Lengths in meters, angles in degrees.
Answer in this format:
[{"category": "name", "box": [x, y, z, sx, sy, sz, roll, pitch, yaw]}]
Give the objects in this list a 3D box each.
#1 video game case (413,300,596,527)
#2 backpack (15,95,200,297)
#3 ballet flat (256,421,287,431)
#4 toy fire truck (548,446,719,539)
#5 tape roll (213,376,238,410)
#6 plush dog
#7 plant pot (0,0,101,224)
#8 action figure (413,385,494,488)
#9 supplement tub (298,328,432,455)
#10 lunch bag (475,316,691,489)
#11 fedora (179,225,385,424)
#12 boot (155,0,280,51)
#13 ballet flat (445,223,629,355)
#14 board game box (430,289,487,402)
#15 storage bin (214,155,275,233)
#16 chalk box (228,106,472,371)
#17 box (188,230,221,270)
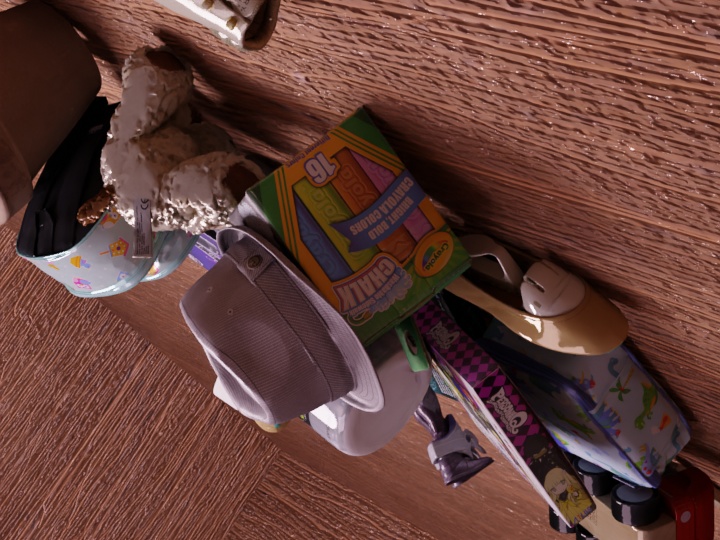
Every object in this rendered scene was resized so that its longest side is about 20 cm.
[{"category": "video game case", "box": [0.119, 0.121, 1.361, 0.182, 0.036, 0.200, 55, 176, -27]}, {"category": "backpack", "box": [-0.252, -0.066, 1.540, 0.175, 0.201, 0.153, -3, 139, 43]}, {"category": "ballet flat", "box": [-0.104, 0.100, 1.571, 0.200, 0.068, 0.064, -103, 4, -62]}, {"category": "toy fire truck", "box": [0.306, 0.229, 1.511, 0.176, 0.198, 0.130, 34, 136, 57]}, {"category": "tape roll", "box": [-0.103, 0.070, 1.760, 0.037, 0.204, 0.203, 32, 168, 5]}, {"category": "plush dog", "box": [-0.163, -0.087, 1.400, 0.201, 0.160, 0.171, 54, -162, 17]}, {"category": "plant pot", "box": [-0.356, -0.175, 1.496, 0.200, 0.174, 0.201, 40, 158, 20]}, {"category": "action figure", "box": [0.058, 0.125, 1.526, 0.201, 0.069, 0.130, 56, 165, 11]}, {"category": "supplement tub", "box": [-0.042, 0.066, 1.360, 0.199, 0.123, 0.123, 35, 170, 30]}, {"category": "lunch bag", "box": [0.204, 0.112, 1.397, 0.160, 0.083, 0.200, 26, 165, 50]}, {"category": "fedora", "box": [-0.077, 0.058, 1.203, 0.200, 0.090, 0.177, 43, 162, 34]}, {"category": "boot", "box": [-0.128, -0.223, 1.010, 0.154, 0.072, 0.200, 33, 173, 10]}, {"category": "ballet flat", "box": [0.132, 0.013, 1.246, 0.199, 0.069, 0.063, 23, 150, 39]}, {"category": "board game box", "box": [0.077, 0.057, 1.504, 0.135, 0.028, 0.201, 19, 145, 46]}, {"category": "storage bin", "box": [-0.077, -0.016, 1.543, 0.134, 0.146, 0.200, 37, 172, 38]}, {"category": "chalk box", "box": [0.003, -0.008, 1.230, 0.201, 0.124, 0.125, 54, 166, -1]}, {"category": "box", "box": [-0.167, -0.054, 1.747, 0.141, 0.079, 0.200, 35, 168, 8]}]
